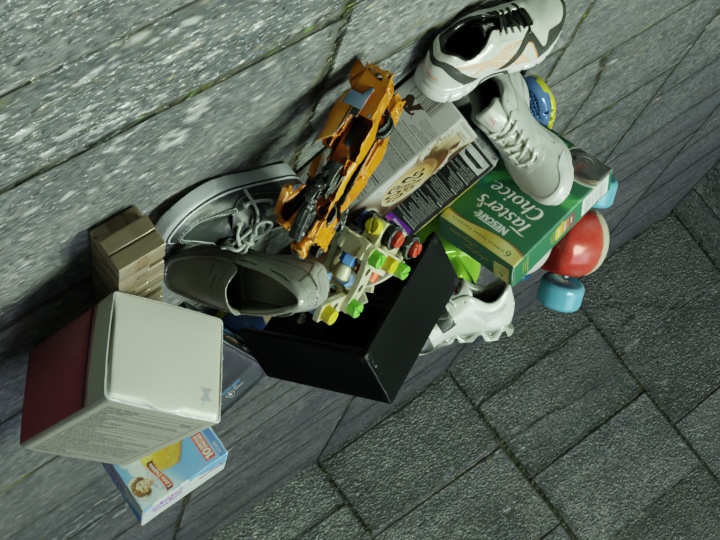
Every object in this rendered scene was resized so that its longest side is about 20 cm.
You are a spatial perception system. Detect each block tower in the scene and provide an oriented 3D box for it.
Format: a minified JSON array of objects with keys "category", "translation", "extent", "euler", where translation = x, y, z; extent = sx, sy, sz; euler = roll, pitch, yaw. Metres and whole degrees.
[{"category":"block tower","translation":[-0.230,0.007,1.223],"extent":[0.057,0.054,0.200],"euler":[-31,166,-23]}]

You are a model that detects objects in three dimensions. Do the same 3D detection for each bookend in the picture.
[{"category":"bookend","translation":[-0.011,0.045,1.540],"extent":[0.201,0.197,0.093],"euler":[-57,137,-29]}]

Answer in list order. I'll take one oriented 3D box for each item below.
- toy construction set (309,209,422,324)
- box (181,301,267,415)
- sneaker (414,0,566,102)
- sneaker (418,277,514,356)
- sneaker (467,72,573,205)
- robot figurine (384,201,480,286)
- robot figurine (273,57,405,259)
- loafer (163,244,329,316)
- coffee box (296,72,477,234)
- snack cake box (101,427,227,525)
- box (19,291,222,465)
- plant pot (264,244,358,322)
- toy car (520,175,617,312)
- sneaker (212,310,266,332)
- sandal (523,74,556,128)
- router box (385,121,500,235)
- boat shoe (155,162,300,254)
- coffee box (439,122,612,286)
[{"category":"toy construction set","translation":[0.000,0.000,1.385],"extent":[0.132,0.091,0.200],"euler":[-59,172,3]},{"category":"box","translation":[-0.233,0.145,1.564],"extent":[0.200,0.046,0.159],"euler":[-41,139,12]},{"category":"sneaker","translation":[0.151,-0.252,1.333],"extent":[0.199,0.074,0.080],"euler":[-34,165,-21]},{"category":"sneaker","translation":[0.106,0.050,1.587],"extent":[0.197,0.074,0.090],"euler":[-12,126,-18]},{"category":"sneaker","translation":[0.176,-0.162,1.457],"extent":[0.078,0.201,0.099],"euler":[-41,157,27]},{"category":"robot figurine","translation":[0.091,-0.029,1.696],"extent":[0.175,0.201,0.116],"euler":[-35,139,7]},{"category":"robot figurine","translation":[-0.023,-0.106,1.248],"extent":[0.202,0.058,0.145],"euler":[-60,167,-4]},{"category":"loafer","translation":[-0.129,0.011,1.289],"extent":[0.198,0.071,0.070],"euler":[2,-161,28]},{"category":"coffee box","translation":[0.028,-0.127,1.409],"extent":[0.199,0.080,0.113],"euler":[-40,167,8]},{"category":"snack cake box","translation":[-0.251,0.165,1.378],"extent":[0.114,0.201,0.067],"euler":[-32,166,-22]},{"category":"box","translation":[-0.241,0.114,1.237],"extent":[0.127,0.110,0.199],"euler":[17,150,-34]},{"category":"plant pot","translation":[-0.045,0.022,1.647],"extent":[0.197,0.028,0.201],"euler":[-4,146,-3]},{"category":"toy car","translation":[0.204,-0.052,1.594],"extent":[0.198,0.176,0.187],"euler":[-7,122,-41]},{"category":"sneaker","translation":[-0.182,0.113,1.673],"extent":[0.066,0.079,0.200],"euler":[-29,166,-41]},{"category":"sandal","translation":[0.193,-0.186,1.675],"extent":[0.086,0.080,0.201],"euler":[-24,160,-36]},{"category":"router box","translation":[0.114,-0.128,1.564],"extent":[0.149,0.051,0.200],"euler":[-39,-174,23]},{"category":"boat shoe","translation":[-0.125,-0.054,1.271],"extent":[0.074,0.068,0.198],"euler":[-47,165,34]},{"category":"coffee box","translation":[0.203,-0.084,1.509],"extent":[0.200,0.123,0.044],"euler":[-41,152,-22]}]
